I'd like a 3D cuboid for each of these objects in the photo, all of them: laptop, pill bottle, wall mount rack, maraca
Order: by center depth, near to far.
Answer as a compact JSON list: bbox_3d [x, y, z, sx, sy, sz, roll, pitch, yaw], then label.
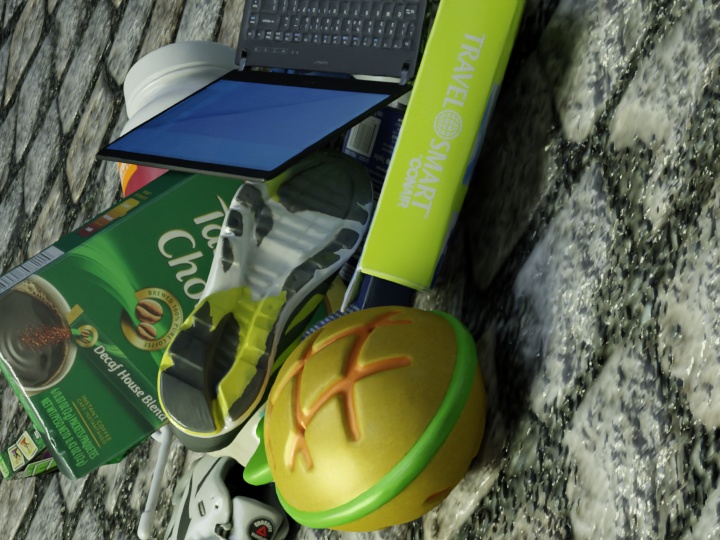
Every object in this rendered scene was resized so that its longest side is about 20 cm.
[{"bbox_3d":[-0.002,0.077,1.405,0.137,0.107,0.200,-52,21,-13],"label":"maraca"},{"bbox_3d":[-0.052,-0.149,1.518,0.177,0.103,0.200,10,91,50],"label":"laptop"},{"bbox_3d":[-0.099,-0.047,1.711,0.113,0.113,0.200,-52,43,45],"label":"pill bottle"},{"bbox_3d":[-0.166,0.081,1.834,0.174,0.074,0.200,50,155,35],"label":"wall mount rack"}]

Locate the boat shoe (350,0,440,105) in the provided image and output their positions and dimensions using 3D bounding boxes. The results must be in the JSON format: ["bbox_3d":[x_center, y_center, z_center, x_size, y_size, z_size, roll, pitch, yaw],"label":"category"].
[{"bbox_3d":[0.019,-0.164,1.607,0.200,0.073,0.067,-114,45,-62],"label":"boat shoe"}]

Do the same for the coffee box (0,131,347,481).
[{"bbox_3d":[-0.116,0.017,1.513,0.200,0.123,0.044,-32,16,-14],"label":"coffee box"}]

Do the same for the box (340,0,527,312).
[{"bbox_3d":[0.043,-0.069,1.448,0.122,0.048,0.200,-25,-47,-86],"label":"box"}]

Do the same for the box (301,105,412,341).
[{"bbox_3d":[0.000,0.000,1.584,0.121,0.032,0.200,-148,75,-70],"label":"box"}]

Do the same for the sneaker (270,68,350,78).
[{"bbox_3d":[-0.040,-0.173,1.763,0.074,0.082,0.200,-126,53,-64],"label":"sneaker"}]

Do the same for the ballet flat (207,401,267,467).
[{"bbox_3d":[-0.077,0.081,1.586,0.200,0.069,0.070,11,84,69],"label":"ballet flat"}]

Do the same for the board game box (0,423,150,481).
[{"bbox_3d":[-0.136,0.072,1.644,0.200,0.105,0.023,-40,70,36],"label":"board game box"}]

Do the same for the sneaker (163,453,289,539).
[{"bbox_3d":[-0.087,0.182,1.607,0.089,0.074,0.200,-44,31,47],"label":"sneaker"}]

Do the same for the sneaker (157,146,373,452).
[{"bbox_3d":[-0.060,0.016,1.477,0.200,0.074,0.085,-58,-5,-25],"label":"sneaker"}]
